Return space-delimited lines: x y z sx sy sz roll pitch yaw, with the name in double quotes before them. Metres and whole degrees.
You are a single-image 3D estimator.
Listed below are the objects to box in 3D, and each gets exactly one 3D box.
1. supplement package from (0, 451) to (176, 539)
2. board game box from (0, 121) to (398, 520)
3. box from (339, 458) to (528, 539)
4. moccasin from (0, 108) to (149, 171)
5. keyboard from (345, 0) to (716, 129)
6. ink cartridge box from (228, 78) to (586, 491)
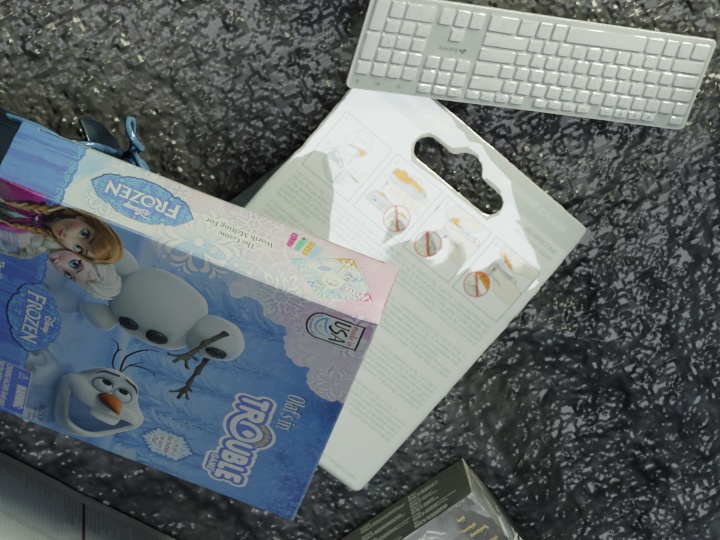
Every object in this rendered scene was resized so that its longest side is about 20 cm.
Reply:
"supplement package" -0.190 0.185 1.228 0.200 0.114 0.110 29 105 -15
"board game box" -0.100 0.033 1.136 0.199 0.043 0.200 20 142 -1
"box" 0.026 0.230 1.302 0.200 0.050 0.158 -35 110 8
"moccasin" -0.149 -0.053 1.149 0.200 0.068 0.080 22 150 -7
"keyboard" 0.092 -0.111 1.169 0.199 0.011 0.056 5 128 -20
"ink cartridge box" 0.000 0.000 1.216 0.160 0.047 0.200 39 98 -18
